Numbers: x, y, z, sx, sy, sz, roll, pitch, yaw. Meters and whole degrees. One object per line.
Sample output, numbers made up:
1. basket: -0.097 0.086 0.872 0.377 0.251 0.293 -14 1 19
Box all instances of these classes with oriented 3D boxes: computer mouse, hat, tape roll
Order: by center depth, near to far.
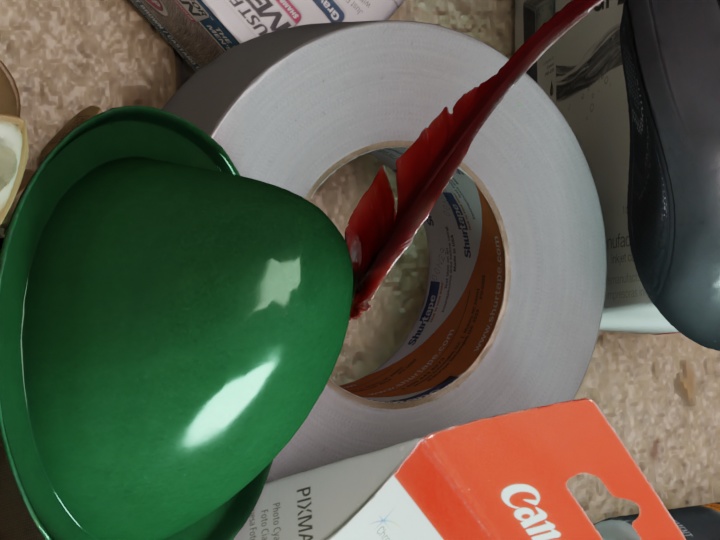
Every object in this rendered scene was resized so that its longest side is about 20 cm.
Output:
1. hat: -0.011 0.015 0.990 0.165 0.175 0.201 -18 104 -54
2. computer mouse: 0.144 -0.068 1.147 0.138 0.053 0.201 -9 89 -19
3. tape roll: 0.000 0.000 1.161 0.199 0.066 0.202 -3 95 -28

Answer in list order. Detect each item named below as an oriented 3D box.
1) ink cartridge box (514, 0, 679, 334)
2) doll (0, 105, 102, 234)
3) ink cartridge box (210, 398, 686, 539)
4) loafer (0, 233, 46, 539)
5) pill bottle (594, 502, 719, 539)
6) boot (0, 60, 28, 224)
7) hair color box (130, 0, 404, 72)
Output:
1. ink cartridge box: 0.132 -0.077 1.250 0.084 0.146 0.201 5 84 -24
2. doll: -0.064 0.025 1.192 0.136 0.048 0.200 -46 107 -22
3. ink cartridge box: 0.026 0.132 1.128 0.160 0.199 0.047 54 26 -46
4. loafer: -0.125 0.073 1.072 0.073 0.071 0.201 -18 64 -3
5. pill bottle: 0.197 0.152 1.291 0.199 0.106 0.107 -5 89 -29
6. boot: -0.164 -0.034 1.056 0.175 0.200 0.066 -42 105 -24
7. hair color box: -0.008 -0.166 1.229 0.100 0.060 0.200 48 67 -17
